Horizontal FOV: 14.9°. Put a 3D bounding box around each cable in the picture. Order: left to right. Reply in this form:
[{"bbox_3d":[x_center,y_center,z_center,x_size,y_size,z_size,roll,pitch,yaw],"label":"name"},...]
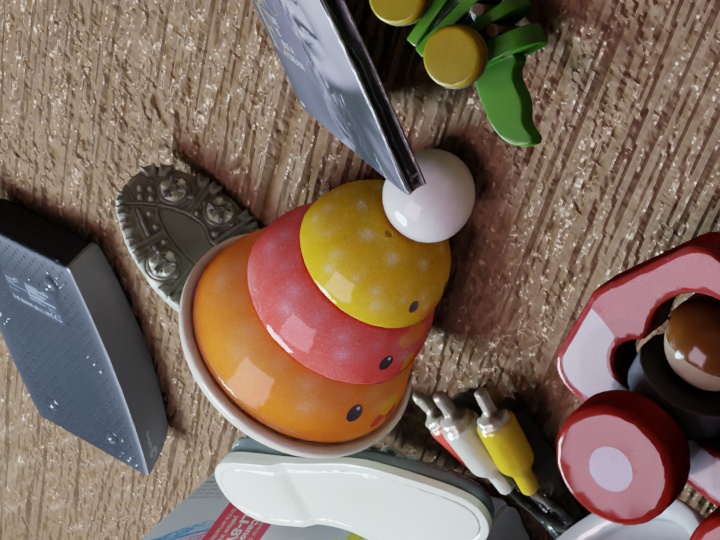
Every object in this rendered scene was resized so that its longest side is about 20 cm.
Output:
[{"bbox_3d":[0.099,0.140,1.599,0.200,0.050,0.097,57,156,-15],"label":"cable"}]

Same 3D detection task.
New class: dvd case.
[{"bbox_3d":[-0.036,-0.144,1.413,0.149,0.016,0.200,43,161,59],"label":"dvd case"}]

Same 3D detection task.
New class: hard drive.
[{"bbox_3d":[-0.203,0.043,1.921,0.135,0.042,0.200,25,144,39],"label":"hard drive"}]

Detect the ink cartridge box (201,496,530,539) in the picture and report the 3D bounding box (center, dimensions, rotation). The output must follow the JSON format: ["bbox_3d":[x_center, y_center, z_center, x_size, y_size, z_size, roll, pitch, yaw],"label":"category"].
[{"bbox_3d":[0.016,0.209,1.732,0.200,0.083,0.145,3,131,39],"label":"ink cartridge box"}]

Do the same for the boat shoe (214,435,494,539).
[{"bbox_3d":[0.003,0.122,1.663,0.200,0.062,0.073,4,132,38],"label":"boat shoe"}]

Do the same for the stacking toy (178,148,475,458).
[{"bbox_3d":[0.000,0.000,1.507,0.146,0.146,0.200,46,138,4],"label":"stacking toy"}]

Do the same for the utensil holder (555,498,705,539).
[{"bbox_3d":[0.182,0.241,1.432,0.200,0.170,0.170,39,157,-22],"label":"utensil holder"}]

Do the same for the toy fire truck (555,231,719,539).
[{"bbox_3d":[0.198,0.063,1.319,0.200,0.112,0.168,40,128,14],"label":"toy fire truck"}]

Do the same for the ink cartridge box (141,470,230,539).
[{"bbox_3d":[-0.094,0.239,1.848,0.083,0.200,0.146,-8,120,55],"label":"ink cartridge box"}]

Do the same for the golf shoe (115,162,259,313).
[{"bbox_3d":[-0.078,0.024,1.687,0.200,0.078,0.097,46,159,6],"label":"golf shoe"}]

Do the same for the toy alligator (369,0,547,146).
[{"bbox_3d":[0.032,-0.146,1.332,0.054,0.059,0.200,-45,74,20],"label":"toy alligator"}]
